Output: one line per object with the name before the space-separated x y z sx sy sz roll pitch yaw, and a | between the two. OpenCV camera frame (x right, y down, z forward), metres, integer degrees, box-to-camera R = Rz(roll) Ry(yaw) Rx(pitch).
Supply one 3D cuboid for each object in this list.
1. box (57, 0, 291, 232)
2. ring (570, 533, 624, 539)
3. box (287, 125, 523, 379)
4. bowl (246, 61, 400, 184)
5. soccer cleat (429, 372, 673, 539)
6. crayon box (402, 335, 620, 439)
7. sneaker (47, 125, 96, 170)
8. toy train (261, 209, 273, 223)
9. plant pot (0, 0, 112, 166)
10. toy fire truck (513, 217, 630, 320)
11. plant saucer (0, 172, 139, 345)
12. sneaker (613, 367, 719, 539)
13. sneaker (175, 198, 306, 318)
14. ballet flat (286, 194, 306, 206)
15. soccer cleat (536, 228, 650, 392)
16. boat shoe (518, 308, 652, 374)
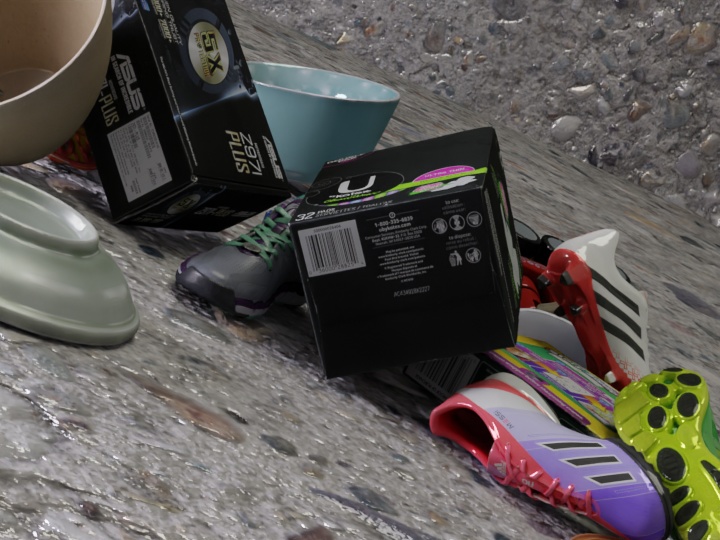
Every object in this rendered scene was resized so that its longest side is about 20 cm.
box | -0.158 -0.141 1.454 0.163 0.086 0.201 5 63 -64
ring | 0.216 0.228 1.102 0.199 0.019 0.201 25 11 -5
box | 0.040 -0.018 1.324 0.147 0.125 0.200 -10 15 10
bowl | -0.062 -0.157 1.893 0.199 0.106 0.201 9 15 -2
soccer cleat | 0.131 0.137 1.212 0.073 0.069 0.200 -17 34 -33
crayon box | 0.159 0.116 1.370 0.200 0.059 0.172 36 13 38
sneaker | -0.235 -0.118 1.530 0.077 0.074 0.199 1 -7 39
toy train | -0.043 -0.038 1.658 0.046 0.034 0.200 28 10 22
plant pot | -0.277 -0.157 1.334 0.200 0.200 0.135 32 -25 24
toy fire truck | 0.208 0.043 1.704 0.175 0.129 0.200 23 24 -23
plant saucer | -0.225 -0.022 1.117 0.199 0.051 0.200 26 12 -6
sneaker | 0.229 0.146 1.232 0.201 0.073 0.084 -100 173 -53
sneaker | -0.078 -0.019 1.348 0.074 0.088 0.200 29 11 12
ballet flat | 0.000 0.000 1.523 0.200 0.067 0.064 33 33 -47
soccer cleat | 0.219 0.061 1.484 0.085 0.201 0.068 -31 15 -28
boat shoe | 0.209 0.094 1.555 0.199 0.072 0.068 29 13 -5
